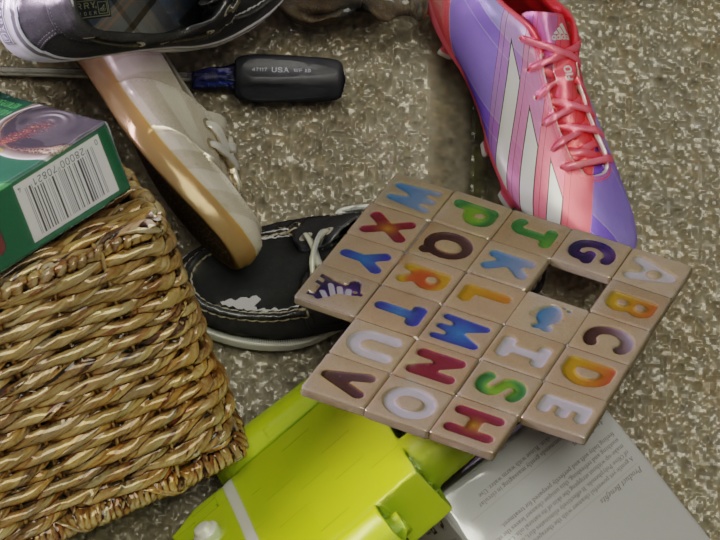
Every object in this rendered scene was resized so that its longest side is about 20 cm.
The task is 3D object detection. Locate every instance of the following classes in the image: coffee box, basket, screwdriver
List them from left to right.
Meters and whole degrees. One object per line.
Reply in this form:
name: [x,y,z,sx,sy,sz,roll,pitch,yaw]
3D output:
coffee box: [-0.224,-0.019,1.436,0.200,0.123,0.044,-34,121,-29]
basket: [-0.181,0.048,1.497,0.200,0.143,0.149,-25,118,-12]
screwdriver: [-0.108,-0.101,1.603,0.200,0.028,0.029,-3,98,-2]

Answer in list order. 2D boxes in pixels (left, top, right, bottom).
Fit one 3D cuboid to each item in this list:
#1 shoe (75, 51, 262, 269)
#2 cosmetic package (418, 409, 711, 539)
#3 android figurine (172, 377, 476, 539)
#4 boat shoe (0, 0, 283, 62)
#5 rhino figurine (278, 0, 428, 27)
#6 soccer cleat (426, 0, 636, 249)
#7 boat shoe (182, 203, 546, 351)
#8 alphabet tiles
shoe: [-0.104,-0.087,1.545,0.053,0.070,0.200,-35,68,-6]
cosmetic package: [0.124,0.169,1.475,0.108,0.085,0.200,-36,88,-21]
android figurine: [-0.027,0.120,1.458,0.200,0.182,0.041,-39,116,5]
boat shoe: [-0.093,-0.146,1.502,0.200,0.066,0.070,-12,96,-46]
rhino figurine: [-0.021,-0.221,1.636,0.087,0.060,0.200,-4,68,-12]
soccer cleat: [0.098,-0.094,1.587,0.067,0.076,0.200,-9,65,-41]
boat shoe: [0.000,0.000,1.553,0.200,0.060,0.074,1,69,-7]
alphabet tiles: [0.055,0.023,1.464,0.167,0.008,0.200,18,36,16]
